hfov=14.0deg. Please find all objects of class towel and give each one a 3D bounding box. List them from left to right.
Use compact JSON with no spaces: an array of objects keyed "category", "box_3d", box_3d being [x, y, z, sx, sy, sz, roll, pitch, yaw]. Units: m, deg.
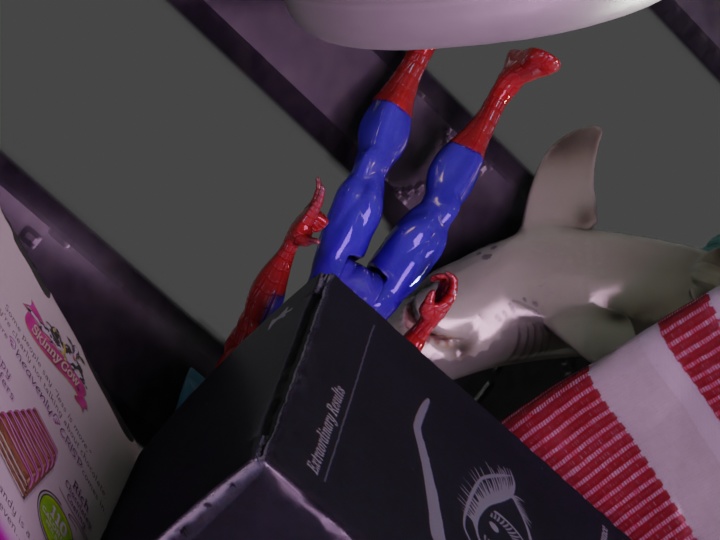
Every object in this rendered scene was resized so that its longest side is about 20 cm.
[{"category":"towel","box_3d":[0.139,0.079,1.002,0.200,0.023,0.144,-33,86,23]}]

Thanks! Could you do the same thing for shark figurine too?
[{"category":"shark figurine","box_3d":[0.119,0.031,1.089,0.090,0.214,0.128,88,22,-55]}]

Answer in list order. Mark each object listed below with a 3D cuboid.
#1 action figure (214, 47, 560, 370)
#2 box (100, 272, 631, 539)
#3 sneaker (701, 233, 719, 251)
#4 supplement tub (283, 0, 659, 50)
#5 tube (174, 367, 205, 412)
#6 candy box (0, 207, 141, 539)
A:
[{"category":"action figure","box_3d":[0.000,0.000,1.036,0.065,0.052,0.200,30,83,-14]},{"category":"box","box_3d":[0.017,0.121,0.940,0.200,0.148,0.104,42,112,-8]},{"category":"sneaker","box_3d":[0.213,0.055,1.109,0.091,0.200,0.078,-18,153,-36]},{"category":"supplement tub","box_3d":[0.032,-0.184,0.969,0.145,0.145,0.200,-16,108,-23]},{"category":"tube","box_3d":[-0.063,0.135,1.014,0.077,0.050,0.200,45,49,-32]},{"category":"candy box","box_3d":[-0.134,0.074,0.917,0.061,0.200,0.136,-20,114,17]}]
